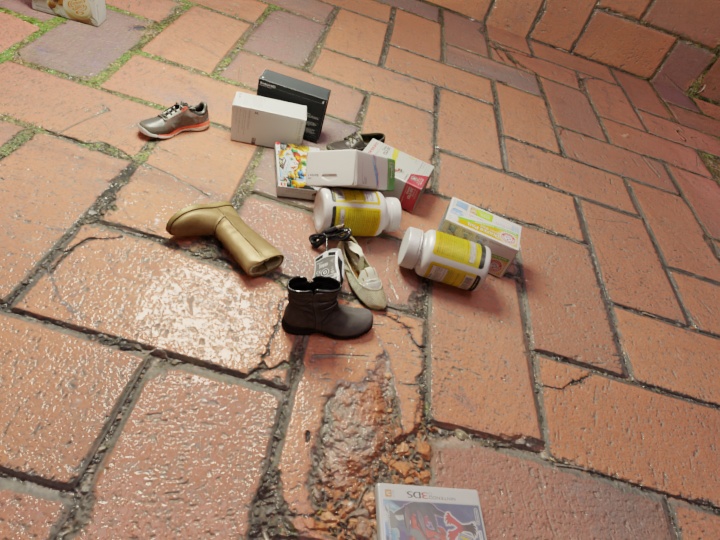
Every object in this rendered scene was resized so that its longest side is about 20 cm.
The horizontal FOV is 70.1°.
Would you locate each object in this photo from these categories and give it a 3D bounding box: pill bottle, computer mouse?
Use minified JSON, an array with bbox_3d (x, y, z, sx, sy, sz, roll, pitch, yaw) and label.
[{"bbox_3d":[0.196,-0.030,1.218,0.198,0.115,0.115,17,43,-5],"label":"pill bottle"},{"bbox_3d":[-0.069,-0.011,1.133,0.109,0.044,0.201,-17,51,22],"label":"computer mouse"},{"bbox_3d":[-0.007,-0.140,1.250,0.198,0.113,0.113,1,46,-20],"label":"pill bottle"}]

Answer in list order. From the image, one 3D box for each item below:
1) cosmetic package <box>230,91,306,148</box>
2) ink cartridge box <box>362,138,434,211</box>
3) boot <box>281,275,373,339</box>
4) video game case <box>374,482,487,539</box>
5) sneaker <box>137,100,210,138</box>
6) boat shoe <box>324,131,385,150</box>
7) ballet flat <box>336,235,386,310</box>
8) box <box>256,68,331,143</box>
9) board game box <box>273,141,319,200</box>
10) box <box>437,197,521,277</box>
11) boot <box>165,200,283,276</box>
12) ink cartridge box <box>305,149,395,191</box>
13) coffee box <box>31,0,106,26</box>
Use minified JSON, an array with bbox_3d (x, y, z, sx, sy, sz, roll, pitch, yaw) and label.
[{"bbox_3d":[-0.254,-0.410,1.424,0.198,0.113,0.082,8,44,-11],"label":"cosmetic package"},{"bbox_3d":[0.088,-0.270,1.436,0.199,0.084,0.145,26,43,5],"label":"ink cartridge box"},{"bbox_3d":[-0.053,0.071,1.008,0.198,0.132,0.070,-1,46,-22],"label":"boot"},{"bbox_3d":[0.115,0.436,0.791,0.181,0.023,0.201,9,45,-12],"label":"video game case"},{"bbox_3d":[-0.491,-0.410,1.351,0.077,0.082,0.199,42,47,21],"label":"sneaker"},{"bbox_3d":[-0.014,-0.378,1.517,0.199,0.065,0.073,-16,56,-32],"label":"boat shoe"},{"bbox_3d":[0.000,0.000,1.150,0.067,0.063,0.200,-14,54,-32],"label":"ballet flat"},{"bbox_3d":[-0.200,-0.476,1.488,0.198,0.142,0.079,16,43,-6],"label":"box"},{"bbox_3d":[-0.164,-0.266,1.371,0.125,0.035,0.201,4,46,-18],"label":"board game box"},{"bbox_3d":[0.300,-0.085,1.322,0.199,0.102,0.113,23,43,2],"label":"box"},{"bbox_3d":[-0.289,-0.063,1.099,0.175,0.066,0.200,-27,62,-38],"label":"boot"},{"bbox_3d":[-0.021,-0.242,1.266,0.144,0.085,0.200,5,6,30],"label":"ink cartridge box"},{"bbox_3d":[-0.918,-0.863,1.613,0.198,0.115,0.080,13,44,-10],"label":"coffee box"}]
